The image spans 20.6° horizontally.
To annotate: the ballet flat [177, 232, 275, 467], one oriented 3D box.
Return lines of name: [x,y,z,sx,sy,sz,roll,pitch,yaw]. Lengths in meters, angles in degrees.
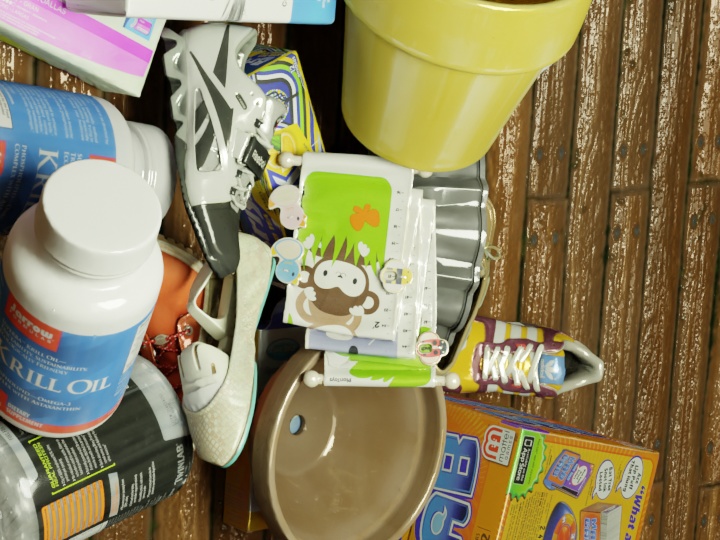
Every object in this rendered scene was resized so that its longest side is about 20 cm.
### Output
ballet flat: [-0.113,0.056,1.530,0.062,0.067,0.201,30,50,-31]

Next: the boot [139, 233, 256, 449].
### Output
boot: [-0.144,0.059,1.575,0.201,0.074,0.108,56,26,-34]

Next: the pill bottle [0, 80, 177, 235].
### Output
pill bottle: [-0.236,-0.079,1.460,0.199,0.112,0.113,5,97,-43]

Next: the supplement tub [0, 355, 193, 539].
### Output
supplement tub: [-0.236,0.149,1.506,0.199,0.122,0.124,-23,114,-38]

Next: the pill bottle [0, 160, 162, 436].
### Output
pill bottle: [-0.202,0.018,1.398,0.112,0.112,0.201,-27,154,-36]

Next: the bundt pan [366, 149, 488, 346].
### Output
bundt pan: [0.041,-0.035,1.686,0.075,0.202,0.204,5,97,-16]

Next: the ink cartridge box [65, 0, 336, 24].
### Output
ink cartridge box: [-0.112,-0.258,1.459,0.199,0.085,0.148,-6,105,-43]

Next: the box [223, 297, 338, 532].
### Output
box: [-0.058,0.119,1.724,0.118,0.041,0.202,-3,99,-42]

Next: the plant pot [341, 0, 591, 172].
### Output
plant pot: [0.068,-0.189,1.561,0.200,0.201,0.190,-21,143,-38]

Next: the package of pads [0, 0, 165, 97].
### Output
package of pads: [-0.222,-0.237,1.466,0.199,0.068,0.156,24,83,-44]

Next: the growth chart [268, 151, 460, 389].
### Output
growth chart: [0.000,0.000,1.583,0.143,0.018,0.202,-5,82,-1]

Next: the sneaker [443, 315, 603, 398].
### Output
sneaker: [0.143,0.083,1.865,0.199,0.090,0.076,-3,102,-43]

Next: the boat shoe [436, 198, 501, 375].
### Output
boat shoe: [0.087,0.013,1.796,0.073,0.062,0.202,29,67,-27]

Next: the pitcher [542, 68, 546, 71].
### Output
pitcher: [0.079,-0.211,1.731,0.172,0.121,0.200,-52,142,-6]

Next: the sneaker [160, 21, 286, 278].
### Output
sneaker: [-0.098,-0.097,1.519,0.074,0.088,0.202,70,11,-81]

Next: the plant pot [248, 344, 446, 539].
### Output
plant pot: [-0.028,0.140,1.666,0.200,0.092,0.203,-10,105,-41]

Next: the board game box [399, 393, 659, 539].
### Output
board game box: [0.116,0.228,1.798,0.199,0.199,0.202,14,90,-43]

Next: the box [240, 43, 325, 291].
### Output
box: [-0.069,-0.083,1.643,0.064,0.070,0.201,-32,120,-28]
